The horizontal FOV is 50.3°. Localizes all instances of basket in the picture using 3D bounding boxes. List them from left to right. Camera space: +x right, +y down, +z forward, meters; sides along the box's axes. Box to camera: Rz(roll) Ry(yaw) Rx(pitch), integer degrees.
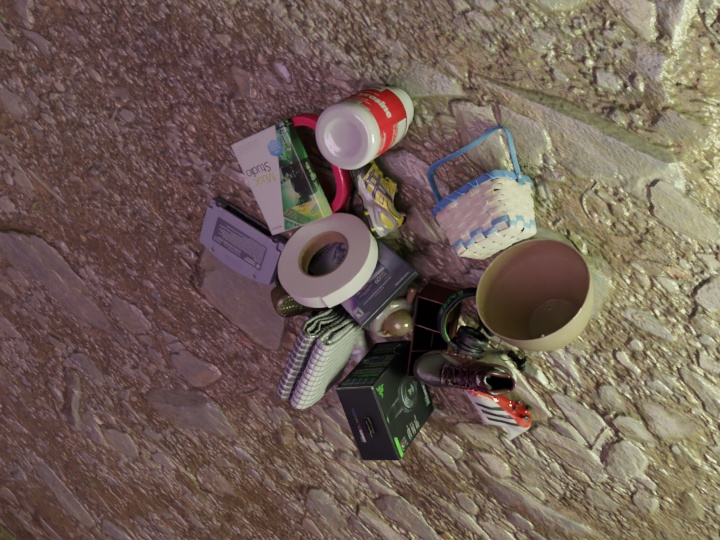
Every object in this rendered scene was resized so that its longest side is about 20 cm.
[{"bbox_3d":[0.207,-0.129,1.333,0.176,0.139,0.200,-28,70,39],"label":"basket"}]

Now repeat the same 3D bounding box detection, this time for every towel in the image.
[{"bbox_3d":[-0.109,-0.152,1.561,0.200,0.022,0.147,21,123,19],"label":"towel"},{"bbox_3d":[-0.080,0.163,1.524,0.086,0.200,0.166,28,113,13],"label":"towel"}]

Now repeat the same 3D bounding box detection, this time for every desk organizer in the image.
[{"bbox_3d":[0.146,0.125,1.522,0.072,0.077,0.200,17,121,22],"label":"desk organizer"}]

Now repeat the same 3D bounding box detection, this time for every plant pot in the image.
[{"bbox_3d":[0.321,0.062,1.342,0.200,0.201,0.134,-7,147,32],"label":"plant pot"}]

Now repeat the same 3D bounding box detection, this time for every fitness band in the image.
[{"bbox_3d":[-0.091,-0.204,1.485,0.143,0.037,0.200,-4,112,34],"label":"fitness band"}]

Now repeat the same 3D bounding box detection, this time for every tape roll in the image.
[{"bbox_3d":[-0.064,-0.021,1.471,0.203,0.203,0.037,1,147,29],"label":"tape roll"}]

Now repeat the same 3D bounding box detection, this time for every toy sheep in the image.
[{"bbox_3d":[0.040,0.054,1.515,0.200,0.138,0.138,56,137,40],"label":"toy sheep"}]

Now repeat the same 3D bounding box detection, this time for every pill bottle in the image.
[{"bbox_3d":[0.015,-0.255,1.326,0.112,0.200,0.112,13,120,23],"label":"pill bottle"}]

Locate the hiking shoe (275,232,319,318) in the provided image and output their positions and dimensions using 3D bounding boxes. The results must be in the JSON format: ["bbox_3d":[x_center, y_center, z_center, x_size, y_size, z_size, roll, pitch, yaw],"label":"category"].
[{"bbox_3d":[-0.143,0.012,1.630,0.101,0.076,0.200,6,118,23],"label":"hiking shoe"}]

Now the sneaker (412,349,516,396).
[{"bbox_3d":[0.200,0.194,1.439,0.200,0.116,0.076,6,88,2],"label":"sneaker"}]

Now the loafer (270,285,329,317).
[{"bbox_3d":[-0.097,0.043,1.561,0.067,0.200,0.076,42,125,38],"label":"loafer"}]

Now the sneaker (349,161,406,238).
[{"bbox_3d":[0.026,-0.166,1.459,0.076,0.075,0.200,-20,100,1],"label":"sneaker"}]

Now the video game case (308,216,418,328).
[{"bbox_3d":[0.000,0.000,1.472,0.143,0.019,0.200,-45,52,0],"label":"video game case"}]

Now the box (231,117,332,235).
[{"bbox_3d":[-0.154,-0.178,1.491,0.144,0.036,0.200,-16,105,37],"label":"box"}]

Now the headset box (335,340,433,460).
[{"bbox_3d":[0.051,0.268,1.572,0.093,0.200,0.174,-8,109,33],"label":"headset box"}]

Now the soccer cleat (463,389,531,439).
[{"bbox_3d":[0.251,0.261,1.540,0.200,0.069,0.085,36,122,3],"label":"soccer cleat"}]

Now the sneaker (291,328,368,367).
[{"bbox_3d":[-0.069,0.180,1.668,0.200,0.070,0.080,-16,91,35],"label":"sneaker"}]

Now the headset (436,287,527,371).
[{"bbox_3d":[0.234,0.119,1.443,0.200,0.094,0.124,39,99,-28],"label":"headset"}]

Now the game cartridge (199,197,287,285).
[{"bbox_3d":[-0.260,-0.059,1.687,0.200,0.042,0.133,32,130,12],"label":"game cartridge"}]
